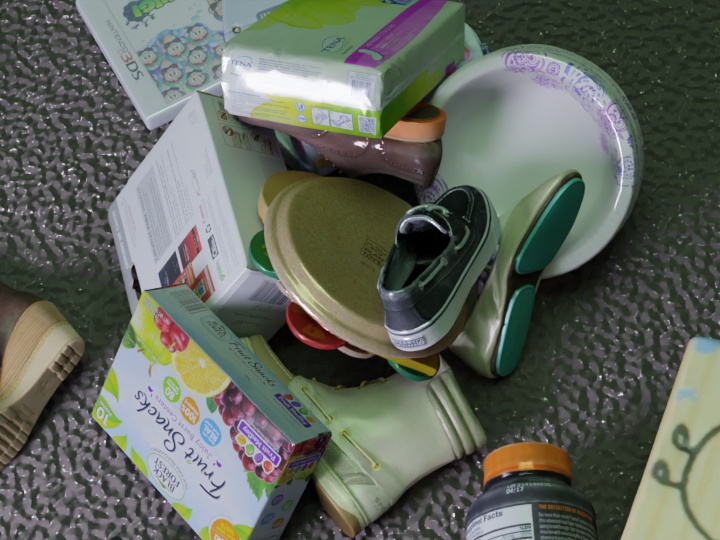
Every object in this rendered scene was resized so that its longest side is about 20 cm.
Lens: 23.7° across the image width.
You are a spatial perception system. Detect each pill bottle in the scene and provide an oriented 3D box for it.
[{"bbox_3d":[0.137,0.238,1.343,0.105,0.106,0.201,-4,58,5],"label":"pill bottle"}]

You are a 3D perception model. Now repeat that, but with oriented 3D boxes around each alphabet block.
[{"bbox_3d":[0.306,0.199,1.295,0.194,0.197,0.201,14,61,17],"label":"alphabet block"}]

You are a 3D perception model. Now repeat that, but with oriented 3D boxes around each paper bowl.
[{"bbox_3d":[0.151,-0.099,1.518,0.199,0.104,0.202,4,103,15],"label":"paper bowl"}]

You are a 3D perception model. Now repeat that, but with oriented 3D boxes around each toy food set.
[{"bbox_3d":[0.000,0.000,1.435,0.199,0.049,0.199,24,40,-17],"label":"toy food set"}]

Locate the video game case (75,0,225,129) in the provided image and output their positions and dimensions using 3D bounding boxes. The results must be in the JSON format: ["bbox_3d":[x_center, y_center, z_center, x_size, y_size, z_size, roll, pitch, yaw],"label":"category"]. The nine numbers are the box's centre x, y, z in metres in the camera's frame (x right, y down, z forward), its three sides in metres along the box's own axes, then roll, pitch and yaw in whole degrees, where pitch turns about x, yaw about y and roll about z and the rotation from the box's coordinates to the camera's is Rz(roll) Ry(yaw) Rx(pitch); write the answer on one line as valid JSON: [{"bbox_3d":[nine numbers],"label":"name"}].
[{"bbox_3d":[-0.163,-0.252,1.733,0.199,0.024,0.182,-27,59,-10],"label":"video game case"}]

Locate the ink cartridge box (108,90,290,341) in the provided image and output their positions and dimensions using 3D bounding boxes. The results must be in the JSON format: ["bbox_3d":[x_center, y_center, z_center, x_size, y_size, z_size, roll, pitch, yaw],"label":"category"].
[{"bbox_3d":[-0.136,-0.025,1.534,0.083,0.176,0.201,10,48,-37],"label":"ink cartridge box"}]

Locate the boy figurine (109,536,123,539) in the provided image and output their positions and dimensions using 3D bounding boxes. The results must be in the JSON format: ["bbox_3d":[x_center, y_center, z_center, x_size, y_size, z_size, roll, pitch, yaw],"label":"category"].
[{"bbox_3d":[-0.134,0.294,1.369,0.199,0.065,0.125,25,62,24],"label":"boy figurine"}]

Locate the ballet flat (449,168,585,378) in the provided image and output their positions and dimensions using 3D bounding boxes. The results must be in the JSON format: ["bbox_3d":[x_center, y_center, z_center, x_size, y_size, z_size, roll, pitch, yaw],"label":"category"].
[{"bbox_3d":[0.127,-0.004,1.464,0.069,0.069,0.201,28,110,22],"label":"ballet flat"}]

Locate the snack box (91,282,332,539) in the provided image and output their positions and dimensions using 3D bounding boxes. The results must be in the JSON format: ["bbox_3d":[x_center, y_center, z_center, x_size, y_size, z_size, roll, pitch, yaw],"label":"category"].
[{"bbox_3d":[-0.128,0.128,1.427,0.053,0.143,0.200,-12,46,-48],"label":"snack box"}]

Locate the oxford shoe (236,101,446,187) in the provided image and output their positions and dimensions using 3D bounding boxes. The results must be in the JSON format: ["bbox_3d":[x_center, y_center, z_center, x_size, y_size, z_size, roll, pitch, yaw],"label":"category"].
[{"bbox_3d":[-0.024,-0.116,1.490,0.199,0.073,0.071,13,28,22],"label":"oxford shoe"}]

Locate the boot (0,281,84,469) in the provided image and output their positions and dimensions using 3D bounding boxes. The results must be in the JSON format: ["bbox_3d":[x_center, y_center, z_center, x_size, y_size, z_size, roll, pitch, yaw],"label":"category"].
[{"bbox_3d":[-0.356,0.095,1.531,0.166,0.073,0.200,28,66,35],"label":"boot"}]

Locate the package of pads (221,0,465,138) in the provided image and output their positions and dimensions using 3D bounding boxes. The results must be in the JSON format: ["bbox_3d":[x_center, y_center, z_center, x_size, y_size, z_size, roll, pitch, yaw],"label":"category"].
[{"bbox_3d":[-0.015,-0.184,1.463,0.154,0.069,0.200,11,28,20],"label":"package of pads"}]

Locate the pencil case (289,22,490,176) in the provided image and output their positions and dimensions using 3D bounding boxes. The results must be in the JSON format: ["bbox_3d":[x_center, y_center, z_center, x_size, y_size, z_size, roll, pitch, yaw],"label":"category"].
[{"bbox_3d":[0.025,-0.157,1.580,0.199,0.083,0.091,-21,93,-8],"label":"pencil case"}]

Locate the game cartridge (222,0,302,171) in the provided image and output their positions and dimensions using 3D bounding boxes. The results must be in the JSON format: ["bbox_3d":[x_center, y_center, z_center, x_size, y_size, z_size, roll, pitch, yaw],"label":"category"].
[{"bbox_3d":[-0.054,-0.196,1.661,0.132,0.042,0.201,-23,68,-4],"label":"game cartridge"}]

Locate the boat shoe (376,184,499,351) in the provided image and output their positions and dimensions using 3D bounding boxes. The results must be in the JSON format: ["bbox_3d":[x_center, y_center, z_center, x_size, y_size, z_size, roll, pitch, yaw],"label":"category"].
[{"bbox_3d":[0.059,-0.022,1.392,0.071,0.068,0.200,-5,34,28],"label":"boat shoe"}]

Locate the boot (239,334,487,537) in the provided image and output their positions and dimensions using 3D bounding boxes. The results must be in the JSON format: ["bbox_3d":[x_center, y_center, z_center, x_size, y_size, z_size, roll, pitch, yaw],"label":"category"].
[{"bbox_3d":[-0.002,0.108,1.462,0.154,0.072,0.200,-32,65,-12],"label":"boot"}]
